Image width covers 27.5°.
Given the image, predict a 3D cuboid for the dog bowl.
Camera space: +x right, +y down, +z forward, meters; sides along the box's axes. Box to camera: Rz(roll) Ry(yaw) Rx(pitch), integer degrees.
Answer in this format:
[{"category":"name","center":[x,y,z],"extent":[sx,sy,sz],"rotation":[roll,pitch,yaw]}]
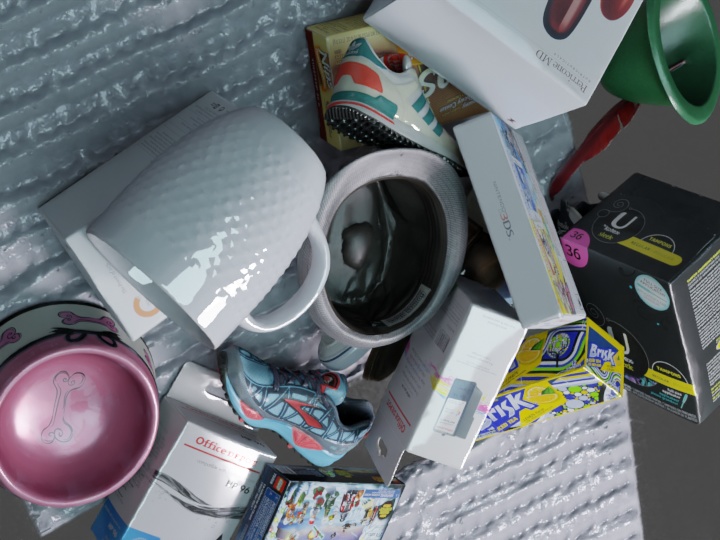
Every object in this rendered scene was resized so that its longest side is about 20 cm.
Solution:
[{"category":"dog bowl","center":[-0.279,0.135,1.393],"extent":[0.200,0.074,0.201],"rotation":[-9,113,-23]}]

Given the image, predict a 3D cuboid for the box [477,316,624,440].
[{"category":"box","center":[0.176,0.117,1.552],"extent":[0.070,0.200,0.064],"rotation":[36,47,-33]}]

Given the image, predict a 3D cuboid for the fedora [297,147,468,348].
[{"category":"fedora","center":[0.008,-0.030,1.396],"extent":[0.177,0.090,0.200],"rotation":[-10,113,-24]}]

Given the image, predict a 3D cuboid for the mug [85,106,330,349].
[{"category":"mug","center":[-0.105,-0.030,1.260],"extent":[0.175,0.148,0.200],"rotation":[-48,124,-12]}]

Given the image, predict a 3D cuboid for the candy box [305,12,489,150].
[{"category":"candy box","center":[0.053,-0.200,1.441],"extent":[0.200,0.055,0.116],"rotation":[-17,117,-21]}]

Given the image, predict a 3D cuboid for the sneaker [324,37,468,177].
[{"category":"sneaker","center":[0.047,-0.151,1.382],"extent":[0.200,0.070,0.094],"rotation":[24,71,-47]}]

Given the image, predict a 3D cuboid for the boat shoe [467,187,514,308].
[{"category":"boat shoe","center":[0.141,-0.015,1.569],"extent":[0.062,0.073,0.200],"rotation":[-22,120,-68]}]

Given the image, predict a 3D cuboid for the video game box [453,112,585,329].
[{"category":"video game box","center":[0.156,-0.042,1.415],"extent":[0.047,0.182,0.200],"rotation":[-20,82,12]}]

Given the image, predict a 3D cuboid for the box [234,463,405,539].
[{"category":"box","center":[-0.048,0.274,1.547],"extent":[0.200,0.040,0.137],"rotation":[11,106,-51]}]

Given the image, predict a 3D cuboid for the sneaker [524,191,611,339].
[{"category":"sneaker","center":[0.218,-0.008,1.588],"extent":[0.199,0.079,0.130],"rotation":[-34,120,-12]}]

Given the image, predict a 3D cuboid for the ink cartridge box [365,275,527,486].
[{"category":"ink cartridge box","center":[0.081,0.114,1.446],"extent":[0.067,0.117,0.200],"rotation":[21,102,-17]}]

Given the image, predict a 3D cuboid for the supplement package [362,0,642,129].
[{"category":"supplement package","center":[0.147,-0.273,1.353],"extent":[0.191,0.147,0.200],"rotation":[33,76,-16]}]

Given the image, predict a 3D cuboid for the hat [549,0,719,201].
[{"category":"hat","center":[0.269,-0.215,1.569],"extent":[0.166,0.176,0.200],"rotation":[54,44,-30]}]

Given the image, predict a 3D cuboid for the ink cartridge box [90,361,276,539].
[{"category":"ink cartridge box","center":[-0.168,0.206,1.480],"extent":[0.116,0.068,0.200],"rotation":[26,96,-33]}]

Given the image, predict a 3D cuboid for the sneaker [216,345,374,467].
[{"category":"sneaker","center":[-0.061,0.119,1.482],"extent":[0.095,0.079,0.200],"rotation":[-32,135,21]}]

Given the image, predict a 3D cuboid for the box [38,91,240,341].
[{"category":"box","center":[-0.173,-0.053,1.359],"extent":[0.200,0.097,0.125],"rotation":[-35,122,-11]}]

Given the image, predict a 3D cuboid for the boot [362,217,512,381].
[{"category":"boot","center":[0.089,0.052,1.516],"extent":[0.097,0.075,0.200],"rotation":[36,96,7]}]

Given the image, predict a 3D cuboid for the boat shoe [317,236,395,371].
[{"category":"boat shoe","center":[0.003,0.001,1.484],"extent":[0.086,0.075,0.202],"rotation":[36,88,-33]}]

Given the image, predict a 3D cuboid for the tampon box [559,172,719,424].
[{"category":"tampon box","center":[0.319,0.028,1.529],"extent":[0.126,0.150,0.200],"rotation":[-39,129,-23]}]
